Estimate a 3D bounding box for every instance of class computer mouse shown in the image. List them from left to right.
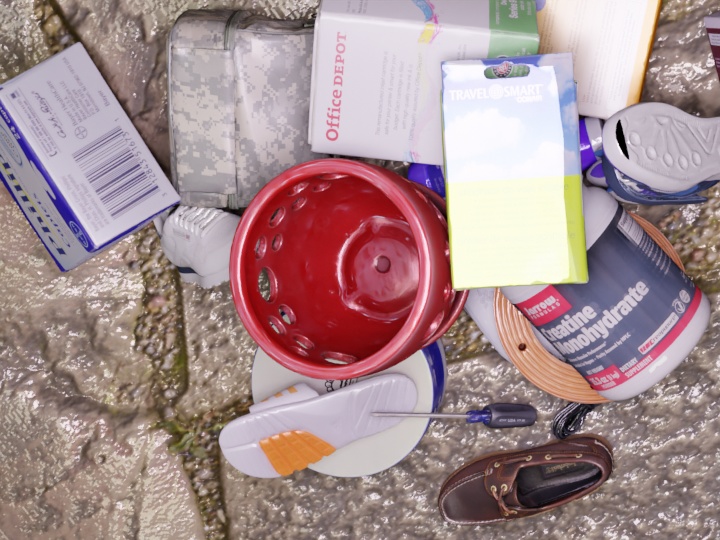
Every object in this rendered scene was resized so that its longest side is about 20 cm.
[{"bbox_3d":[0.177,0.074,1.510,0.200,0.044,0.110,43,109,-1],"label":"computer mouse"}]

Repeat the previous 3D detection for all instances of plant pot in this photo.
[{"bbox_3d":[0.000,0.000,1.380,0.200,0.182,0.201,0,89,20],"label":"plant pot"}]

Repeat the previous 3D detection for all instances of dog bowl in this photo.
[{"bbox_3d":[-0.012,0.113,1.543,0.199,0.079,0.201,3,104,12],"label":"dog bowl"}]

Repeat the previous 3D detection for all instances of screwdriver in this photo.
[{"bbox_3d":[0.095,0.151,1.499,0.199,0.028,0.029,0,138,-26],"label":"screwdriver"}]

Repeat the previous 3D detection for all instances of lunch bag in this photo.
[{"bbox_3d":[-0.101,-0.159,1.464,0.167,0.139,0.201,2,107,3],"label":"lunch bag"}]

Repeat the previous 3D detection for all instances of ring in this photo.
[{"bbox_3d":[0.233,0.034,1.475,0.200,0.019,0.201,0,92,-1],"label":"ring"}]

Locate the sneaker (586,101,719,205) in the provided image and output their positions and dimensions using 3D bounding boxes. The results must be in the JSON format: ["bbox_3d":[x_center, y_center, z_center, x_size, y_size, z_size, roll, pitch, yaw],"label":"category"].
[{"bbox_3d":[0.250,-0.096,1.343,0.146,0.200,0.081,-20,78,47],"label":"sneaker"}]

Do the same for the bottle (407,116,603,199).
[{"bbox_3d":[0.150,-0.103,1.460,0.199,0.065,0.084,-19,104,16],"label":"bottle"}]

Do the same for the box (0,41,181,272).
[{"bbox_3d":[-0.293,-0.107,1.480,0.105,0.200,0.184,-34,95,-21],"label":"box"}]

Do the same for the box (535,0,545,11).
[{"bbox_3d":[0.063,-0.271,1.382,0.199,0.032,0.122,-18,97,18],"label":"box"}]

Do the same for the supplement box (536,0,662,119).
[{"bbox_3d":[0.182,-0.224,1.417,0.199,0.074,0.126,13,106,10],"label":"supplement box"}]

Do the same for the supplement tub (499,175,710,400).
[{"bbox_3d":[0.220,0.011,1.388,0.200,0.140,0.140,45,109,-7],"label":"supplement tub"}]

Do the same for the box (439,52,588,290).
[{"bbox_3d":[0.134,-0.087,1.286,0.121,0.048,0.201,-3,95,5],"label":"box"}]

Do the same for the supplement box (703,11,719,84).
[{"bbox_3d":[0.385,-0.148,1.370,0.061,0.109,0.201,-15,101,1],"label":"supplement box"}]

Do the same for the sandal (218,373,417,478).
[{"bbox_3d":[-0.043,0.149,1.493,0.206,0.059,0.079,-17,117,-5],"label":"sandal"}]

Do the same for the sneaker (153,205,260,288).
[{"bbox_3d":[-0.158,-0.034,1.486,0.076,0.200,0.081,-38,106,-26],"label":"sneaker"}]

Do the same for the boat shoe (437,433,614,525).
[{"bbox_3d":[0.169,0.224,1.536,0.200,0.070,0.071,-24,101,18],"label":"boat shoe"}]

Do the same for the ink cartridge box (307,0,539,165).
[{"bbox_3d":[0.056,-0.180,1.348,0.199,0.088,0.146,5,126,0],"label":"ink cartridge box"}]
